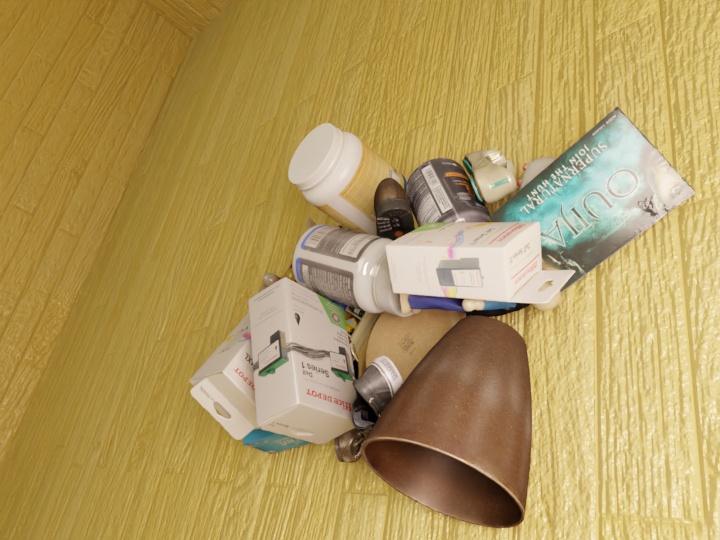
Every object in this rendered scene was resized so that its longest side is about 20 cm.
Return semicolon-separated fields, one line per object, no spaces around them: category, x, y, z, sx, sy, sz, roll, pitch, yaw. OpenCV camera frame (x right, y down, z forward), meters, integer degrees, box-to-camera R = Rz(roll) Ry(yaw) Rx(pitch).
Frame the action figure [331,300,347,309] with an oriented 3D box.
action figure;-0.053;0.066;1.011;0.199;0.052;0.066;-25;41;29

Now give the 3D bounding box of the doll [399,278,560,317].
doll;0.153;0.037;0.742;0.198;0.136;0.049;-2;88;26

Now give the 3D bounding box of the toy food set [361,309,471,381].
toy food set;0.083;0.117;0.855;0.198;0.049;0.201;27;85;55

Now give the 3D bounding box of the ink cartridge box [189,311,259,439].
ink cartridge box;-0.169;0.165;0.958;0.125;0.129;0.200;-23;24;47

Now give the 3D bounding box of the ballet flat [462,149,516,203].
ballet flat;0.196;-0.147;0.869;0.069;0.069;0.200;-44;13;19

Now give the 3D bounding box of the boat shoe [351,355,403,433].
boat shoe;0.017;0.184;0.768;0.066;0.201;0.070;-31;64;-19

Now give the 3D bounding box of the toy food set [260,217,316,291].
toy food set;-0.146;0.006;1.177;0.200;0.060;0.144;-54;27;25

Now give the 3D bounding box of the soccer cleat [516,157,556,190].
soccer cleat;0.238;-0.069;0.792;0.077;0.069;0.201;8;69;44

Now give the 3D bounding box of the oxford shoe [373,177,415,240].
oxford shoe;0.057;-0.077;0.933;0.072;0.200;0.085;-7;62;-2

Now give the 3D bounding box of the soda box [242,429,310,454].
soda box;-0.111;0.253;0.975;0.199;0.064;0.068;-26;45;37

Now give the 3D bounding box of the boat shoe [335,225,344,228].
boat shoe;-0.010;-0.037;1.069;0.063;0.073;0.200;-62;27;1

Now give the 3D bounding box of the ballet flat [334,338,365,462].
ballet flat;-0.012;0.197;0.903;0.046;0.067;0.201;-14;53;19

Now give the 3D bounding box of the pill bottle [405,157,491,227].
pill bottle;0.141;-0.076;0.880;0.106;0.106;0.201;-41;39;22

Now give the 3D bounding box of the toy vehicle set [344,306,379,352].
toy vehicle set;-0.049;0.083;1.060;0.200;0.026;0.125;26;85;55

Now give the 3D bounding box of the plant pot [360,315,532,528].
plant pot;0.124;0.159;0.680;0.186;0.187;0.201;-13;39;46

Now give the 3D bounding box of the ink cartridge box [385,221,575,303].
ink cartridge box;0.146;-0.015;0.706;0.199;0.117;0.068;3;111;36

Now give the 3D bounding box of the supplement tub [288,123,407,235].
supplement tub;-0.017;-0.159;1.054;0.144;0.199;0.146;-30;43;33

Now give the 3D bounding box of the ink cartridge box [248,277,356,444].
ink cartridge box;-0.082;0.134;0.848;0.084;0.146;0.201;-30;52;25

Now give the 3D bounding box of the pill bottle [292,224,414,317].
pill bottle;0.000;0.000;0.883;0.199;0.114;0.114;16;76;40

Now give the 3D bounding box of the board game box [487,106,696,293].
board game box;0.277;-0.079;0.712;0.200;0.028;0.136;-43;78;23
